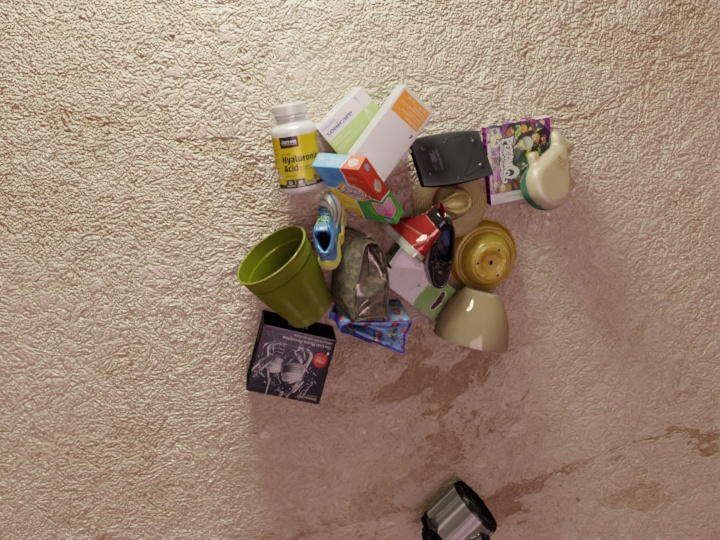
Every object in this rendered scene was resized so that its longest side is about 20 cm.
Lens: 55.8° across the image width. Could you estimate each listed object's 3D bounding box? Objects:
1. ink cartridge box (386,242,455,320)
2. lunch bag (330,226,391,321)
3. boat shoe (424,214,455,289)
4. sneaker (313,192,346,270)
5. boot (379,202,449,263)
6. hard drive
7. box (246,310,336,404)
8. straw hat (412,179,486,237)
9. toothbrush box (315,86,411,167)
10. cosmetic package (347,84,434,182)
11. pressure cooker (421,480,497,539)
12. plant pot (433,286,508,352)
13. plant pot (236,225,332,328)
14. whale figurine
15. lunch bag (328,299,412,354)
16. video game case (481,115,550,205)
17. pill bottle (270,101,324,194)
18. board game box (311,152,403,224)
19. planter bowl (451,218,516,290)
[{"bbox_3d":[0.142,0.027,1.782,0.199,0.059,0.105,37,96,-17],"label":"ink cartridge box"},{"bbox_3d":[0.000,0.000,1.687,0.115,0.164,0.205,-5,108,-25],"label":"lunch bag"},{"bbox_3d":[0.206,-0.038,1.698,0.068,0.067,0.204,1,115,-11],"label":"boat shoe"},{"bbox_3d":[-0.075,-0.110,1.641,0.074,0.105,0.205,-5,69,5],"label":"sneaker"},{"bbox_3d":[0.136,-0.121,1.674,0.145,0.200,0.072,-50,130,5],"label":"boot"},{"bbox_3d":[0.220,-0.273,1.681,0.196,0.042,0.138,-12,76,-20],"label":"hard drive"},{"bbox_3d":[-0.180,0.225,1.756,0.195,0.104,0.186,13,104,-13],"label":"box"},{"bbox_3d":[0.234,-0.172,1.715,0.196,0.085,0.206,-1,99,-5],"label":"straw hat"},{"bbox_3d":[0.005,-0.318,1.648,0.145,0.086,0.200,-42,109,1],"label":"toothbrush box"},{"bbox_3d":[0.070,-0.318,1.580,0.101,0.071,0.202,36,93,-18],"label":"cosmetic package"},{"bbox_3d":[0.270,0.731,1.943,0.200,0.179,0.176,-43,88,4],"label":"pressure cooker"},{"bbox_3d":[0.300,0.119,1.769,0.196,0.200,0.138,11,97,-13],"label":"plant pot"},{"bbox_3d":[-0.169,0.030,1.673,0.199,0.201,0.194,-35,121,1],"label":"plant pot"},{"bbox_3d":[0.474,-0.249,1.723,0.157,0.103,0.204,26,73,-19],"label":"whale figurine"},{"bbox_3d":[0.016,0.127,1.738,0.195,0.151,0.096,11,106,-13],"label":"lunch bag"},{"bbox_3d":[0.407,-0.284,1.756,0.177,0.036,0.205,-10,107,-9],"label":"video game case"},{"bbox_3d":[-0.153,-0.292,1.615,0.109,0.111,0.205,-11,107,-7],"label":"pill bottle"},{"bbox_3d":[-0.005,-0.194,1.606,0.200,0.151,0.041,49,63,-43],"label":"board game box"},{"bbox_3d":[0.332,-0.029,1.788,0.195,0.084,0.205,-3,106,-9],"label":"planter bowl"}]
